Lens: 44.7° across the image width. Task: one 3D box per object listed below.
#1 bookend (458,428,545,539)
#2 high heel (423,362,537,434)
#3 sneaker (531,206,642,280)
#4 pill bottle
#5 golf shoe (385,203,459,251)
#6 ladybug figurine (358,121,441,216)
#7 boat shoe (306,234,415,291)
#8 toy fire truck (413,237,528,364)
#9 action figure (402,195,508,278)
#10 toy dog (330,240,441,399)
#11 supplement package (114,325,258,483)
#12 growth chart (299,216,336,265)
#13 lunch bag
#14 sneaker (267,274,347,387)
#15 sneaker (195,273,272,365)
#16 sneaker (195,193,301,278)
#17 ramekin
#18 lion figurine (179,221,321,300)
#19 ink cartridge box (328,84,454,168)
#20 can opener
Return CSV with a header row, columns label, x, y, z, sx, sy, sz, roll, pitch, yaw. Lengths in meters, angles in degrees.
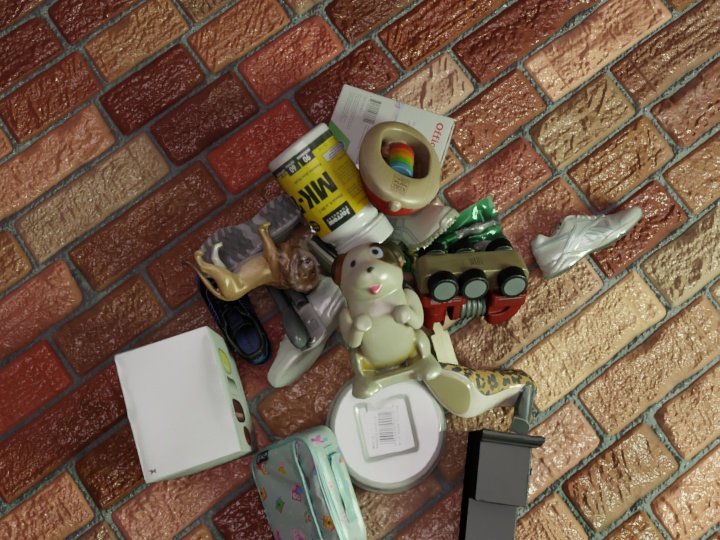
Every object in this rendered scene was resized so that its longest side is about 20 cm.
label,x,y,z,sx,sy,sz,roll,pitch,yaw
bookend,0.205,0.343,1.305,0.091,0.200,0.202,7,78,2
high heel,0.184,0.171,1.381,0.198,0.143,0.072,27,119,2
sneaker,0.374,-0.065,1.450,0.198,0.071,0.081,-28,77,-4
pill bottle,-0.042,-0.117,1.364,0.114,0.114,0.201,-38,98,-7
golf shoe,0.073,-0.086,1.388,0.078,0.199,0.098,-44,107,-27
ladybug figurine,0.054,-0.149,1.332,0.134,0.072,0.201,24,40,-8
boat shoe,0.000,0.000,1.442,0.199,0.072,0.068,35,74,0
toy fire truck,0.174,0.069,1.413,0.173,0.202,0.130,-4,41,-10
action figure,0.144,-0.037,1.458,0.197,0.055,0.120,-19,82,1
toy dog,0.034,0.055,1.309,0.137,0.194,0.203,-12,111,10
supplement package,-0.259,0.207,1.338,0.145,0.200,0.194,-17,79,-2
growth chart,-0.032,-0.105,1.489,0.142,0.018,0.203,2,79,2
lunch bag,-0.079,0.341,1.329,0.076,0.160,0.203,-13,79,-46
sneaker,-0.099,0.096,1.432,0.088,0.075,0.201,33,75,19
sneaker,-0.208,0.064,1.427,0.070,0.078,0.201,-35,80,-5
sneaker,-0.176,-0.042,1.438,0.198,0.082,0.075,-30,69,-5
ramekin,0.041,0.249,1.378,0.197,0.098,0.204,0,79,0
lion figurine,-0.167,0.001,1.358,0.197,0.072,0.124,-22,94,-6
ink cartridge box,0.043,-0.202,1.458,0.197,0.088,0.147,18,75,6
can opener,-0.110,0.050,1.392,0.052,0.067,0.201,-37,43,3
